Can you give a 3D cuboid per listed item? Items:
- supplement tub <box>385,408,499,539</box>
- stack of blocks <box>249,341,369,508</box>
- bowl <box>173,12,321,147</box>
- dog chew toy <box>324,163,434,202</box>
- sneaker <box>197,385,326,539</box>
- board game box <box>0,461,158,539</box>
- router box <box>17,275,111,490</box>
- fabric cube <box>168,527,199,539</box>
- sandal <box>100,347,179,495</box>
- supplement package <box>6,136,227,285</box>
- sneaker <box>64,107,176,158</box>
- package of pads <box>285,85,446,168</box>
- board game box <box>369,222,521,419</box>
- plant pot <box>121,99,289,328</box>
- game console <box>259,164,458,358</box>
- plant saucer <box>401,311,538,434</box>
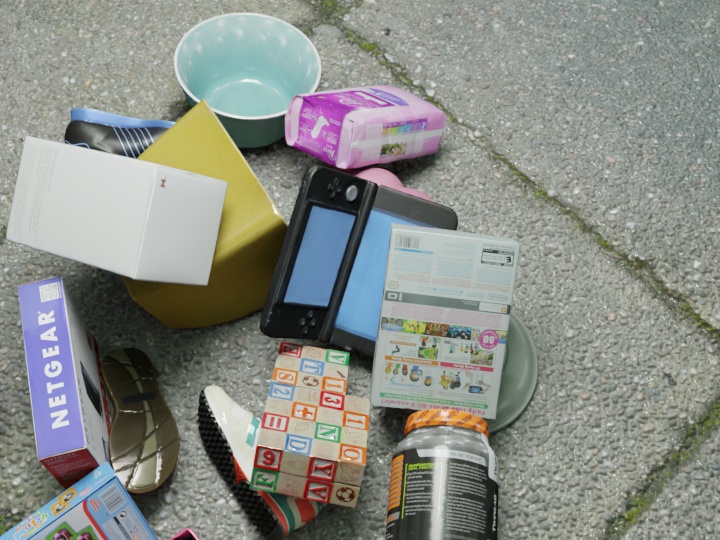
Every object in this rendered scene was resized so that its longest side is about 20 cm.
[{"bbox_3d":[0.089,0.262,0.982,0.121,0.123,0.202,7,62,1],"label":"supplement tub"},{"bbox_3d":[-0.050,0.165,1.006,0.114,0.059,0.201,11,28,-3],"label":"stack of blocks"},{"bbox_3d":[-0.156,-0.250,1.252,0.198,0.105,0.203,4,57,-6],"label":"bowl"},{"bbox_3d":[0.018,-0.073,1.168,0.124,0.125,0.200,-36,61,-20],"label":"dog chew toy"},{"bbox_3d":[-0.112,0.210,1.041,0.093,0.071,0.200,-20,60,-34],"label":"sneaker"},{"bbox_3d":[-0.306,0.314,0.921,0.199,0.152,0.036,-35,34,-21],"label":"board game box"},{"bbox_3d":[-0.319,0.138,0.995,0.048,0.180,0.202,-13,63,-9],"label":"router box"},{"bbox_3d":[-0.176,0.401,0.849,0.199,0.200,0.196,-35,69,-20],"label":"fabric cube"},{"bbox_3d":[-0.263,0.177,1.050,0.081,0.055,0.201,-7,46,-26],"label":"sandal"},{"bbox_3d":[-0.261,-0.064,0.967,0.198,0.117,0.119,14,92,31],"label":"supplement package"},{"bbox_3d":[-0.302,-0.166,1.233,0.197,0.070,0.079,8,85,-7],"label":"sneaker"},{"bbox_3d":[0.008,-0.194,1.197,0.120,0.076,0.199,28,29,34],"label":"package of pads"},{"bbox_3d":[0.093,0.057,1.021,0.146,0.064,0.203,7,98,-3],"label":"board game box"},{"bbox_3d":[-0.197,-0.041,1.102,0.199,0.196,0.195,-34,67,-2],"label":"plant pot"},{"bbox_3d":[0.000,0.000,1.038,0.116,0.175,0.202,21,97,34],"label":"game console"},{"bbox_3d":[0.125,0.103,1.113,0.197,0.050,0.202,1,61,-2],"label":"plant saucer"}]
